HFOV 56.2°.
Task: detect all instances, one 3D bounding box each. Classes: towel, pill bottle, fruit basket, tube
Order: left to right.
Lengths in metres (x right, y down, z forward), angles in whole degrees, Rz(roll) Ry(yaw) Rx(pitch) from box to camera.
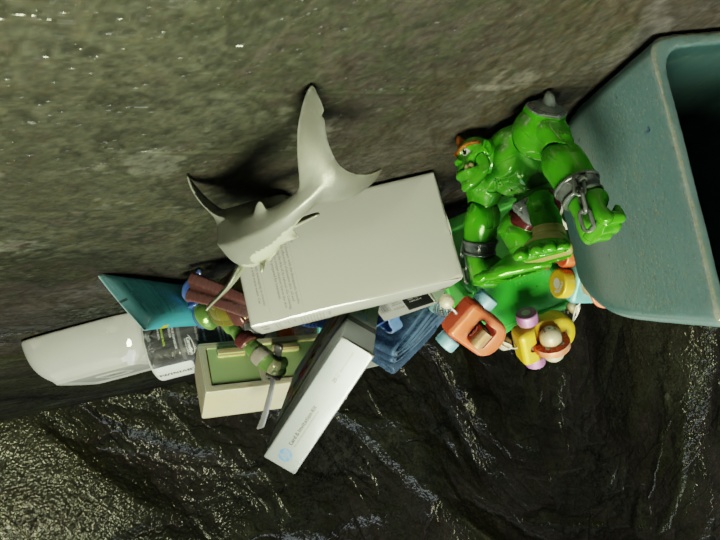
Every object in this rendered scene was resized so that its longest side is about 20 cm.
[{"bbox_3d":[-0.228,0.040,0.791,0.050,0.077,0.200,-49,170,3],"label":"tube"},{"bbox_3d":[-0.195,0.081,0.949,0.199,0.107,0.106,-13,171,-3],"label":"pill bottle"},{"bbox_3d":[0.073,0.054,1.009,0.111,0.049,0.200,25,-121,37],"label":"towel"},{"bbox_3d":[0.185,-0.030,0.799,0.215,0.156,0.216,-18,-146,13],"label":"fruit basket"}]

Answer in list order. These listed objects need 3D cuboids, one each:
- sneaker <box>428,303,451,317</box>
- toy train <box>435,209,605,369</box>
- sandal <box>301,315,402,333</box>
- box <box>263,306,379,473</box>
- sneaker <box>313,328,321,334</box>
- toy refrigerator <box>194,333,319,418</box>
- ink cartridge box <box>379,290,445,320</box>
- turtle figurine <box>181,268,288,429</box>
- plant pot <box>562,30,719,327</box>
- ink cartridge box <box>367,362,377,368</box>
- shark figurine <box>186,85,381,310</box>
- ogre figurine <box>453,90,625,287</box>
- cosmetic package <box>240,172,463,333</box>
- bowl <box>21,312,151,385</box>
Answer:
[{"bbox_3d":[0.143,0.000,0.949,0.086,0.078,0.200,5,-150,14],"label":"sneaker"},{"bbox_3d":[0.179,0.031,0.664,0.200,0.056,0.150,-45,121,7],"label":"toy train"},{"bbox_3d":[-0.009,0.052,0.952,0.199,0.087,0.080,-12,128,22],"label":"sandal"},{"bbox_3d":[-0.035,0.104,0.747,0.156,0.041,0.200,-57,-175,17],"label":"box"},{"bbox_3d":[-0.021,0.050,1.055,0.077,0.092,0.200,-6,167,-36],"label":"sneaker"},{"bbox_3d":[-0.114,0.135,0.900,0.199,0.076,0.070,-3,139,-21],"label":"toy refrigerator"},{"bbox_3d":[0.101,-0.013,0.893,0.095,0.037,0.200,-23,-164,45],"label":"ink cartridge box"},{"bbox_3d":[-0.088,0.046,0.789,0.193,0.200,0.144,-26,-163,33],"label":"turtle figurine"},{"bbox_3d":[0.273,-0.063,0.558,0.195,0.197,0.200,-11,176,-17],"label":"plant pot"},{"bbox_3d":[0.040,0.085,1.177,0.200,0.084,0.145,-37,-171,-40],"label":"ink cartridge box"},{"bbox_3d":[-0.082,-0.045,0.482,0.128,0.090,0.214,-46,-170,-18],"label":"shark figurine"},{"bbox_3d":[0.130,-0.059,0.552,0.098,0.120,0.200,-10,170,2],"label":"ogre figurine"},{"bbox_3d":[-0.015,-0.014,0.649,0.199,0.108,0.085,-12,171,-5],"label":"cosmetic package"},{"bbox_3d":[-0.383,0.124,1.033,0.199,0.075,0.200,-15,169,4],"label":"bowl"}]
